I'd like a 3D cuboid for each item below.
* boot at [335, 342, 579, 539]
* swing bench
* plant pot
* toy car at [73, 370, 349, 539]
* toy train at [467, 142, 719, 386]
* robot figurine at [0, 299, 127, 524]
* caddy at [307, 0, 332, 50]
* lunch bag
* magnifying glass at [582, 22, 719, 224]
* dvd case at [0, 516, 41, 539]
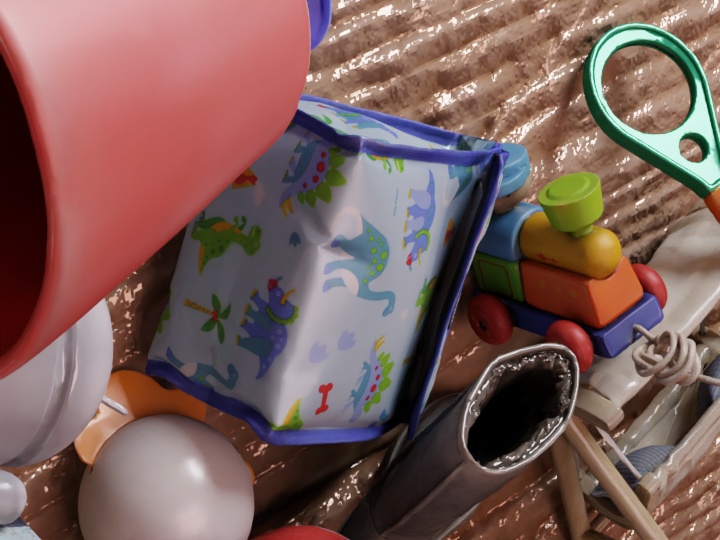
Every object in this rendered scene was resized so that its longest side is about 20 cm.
[{"bbox_3d":[0.064,0.093,1.071,0.182,0.072,0.201,-54,175,-42],"label":"boot"},{"bbox_3d":[0.213,0.079,1.259,0.199,0.129,0.201,-43,125,-21],"label":"swing bench"},{"bbox_3d":[-0.125,-0.078,0.726,0.177,0.199,0.203,-32,126,-44],"label":"plant pot"},{"bbox_3d":[-0.081,0.144,1.014,0.176,0.184,0.202,-18,89,-37],"label":"toy car"},{"bbox_3d":[0.139,-0.005,1.106,0.084,0.199,0.117,-34,122,-28],"label":"toy train"},{"bbox_3d":[-0.197,0.035,0.868,0.199,0.112,0.172,4,69,-43],"label":"robot figurine"},{"bbox_3d":[-0.107,-0.154,0.889,0.141,0.105,0.200,-42,127,5],"label":"caddy"},{"bbox_3d":[0.000,0.000,1.037,0.199,0.127,0.172,4,108,-55],"label":"lunch bag"},{"bbox_3d":[0.213,-0.069,1.182,0.079,0.022,0.201,-32,81,-20],"label":"magnifying glass"},{"bbox_3d":[-0.243,0.103,0.832,0.199,0.146,0.022,10,108,-43],"label":"dvd case"}]
